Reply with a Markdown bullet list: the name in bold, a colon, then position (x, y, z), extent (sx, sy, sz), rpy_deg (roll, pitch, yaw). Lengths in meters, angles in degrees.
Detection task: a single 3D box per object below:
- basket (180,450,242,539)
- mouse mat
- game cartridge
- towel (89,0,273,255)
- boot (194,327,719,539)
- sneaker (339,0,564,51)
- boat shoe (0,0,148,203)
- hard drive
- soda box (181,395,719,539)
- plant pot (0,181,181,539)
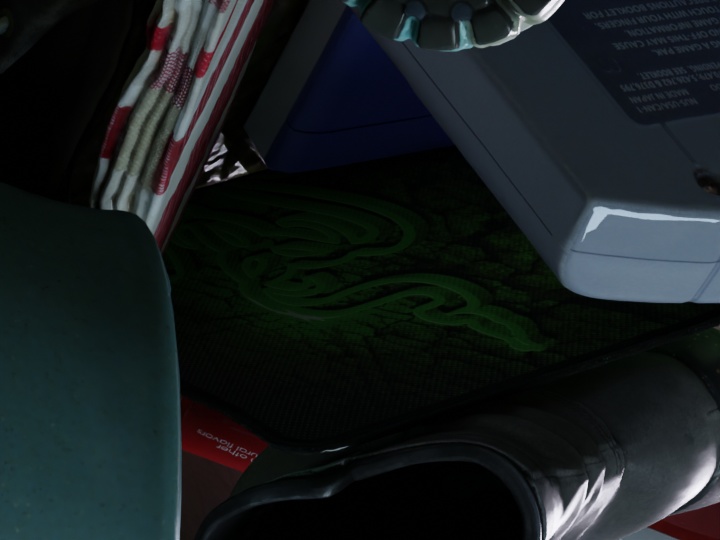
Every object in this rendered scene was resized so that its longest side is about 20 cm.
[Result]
- **basket**: position (-0.049, 0.155, 0.905), extent (0.180, 0.201, 0.136), rpy_deg (-31, 154, 2)
- **mouse mat**: position (0.000, 0.000, 0.733), extent (0.160, 0.200, 0.008), rpy_deg (-17, 112, -28)
- **game cartridge**: position (0.104, -0.052, 0.720), extent (0.199, 0.133, 0.041), rpy_deg (-10, 137, -36)
- **towel**: position (-0.034, -0.070, 0.636), extent (0.200, 0.023, 0.144), rpy_deg (114, -1, -50)
- **boot**: position (-0.002, 0.064, 0.703), extent (0.200, 0.070, 0.131), rpy_deg (-28, 172, 42)
- **sneaker**: position (0.026, -0.149, 0.542), extent (0.086, 0.077, 0.201), rpy_deg (-34, 133, -73)
- **boat shoe**: position (-0.110, -0.025, 0.667), extent (0.072, 0.071, 0.200), rpy_deg (-13, 149, -34)
- **hard drive**: position (0.058, -0.109, 0.755), extent (0.131, 0.025, 0.200), rpy_deg (-12, 148, -35)
- **soda box**: position (0.044, 0.050, 0.845), extent (0.199, 0.070, 0.063), rpy_deg (22, 147, -9)
- **plant pot**: position (-0.138, 0.047, 0.551), extent (0.187, 0.201, 0.200), rpy_deg (3, 144, -15)
